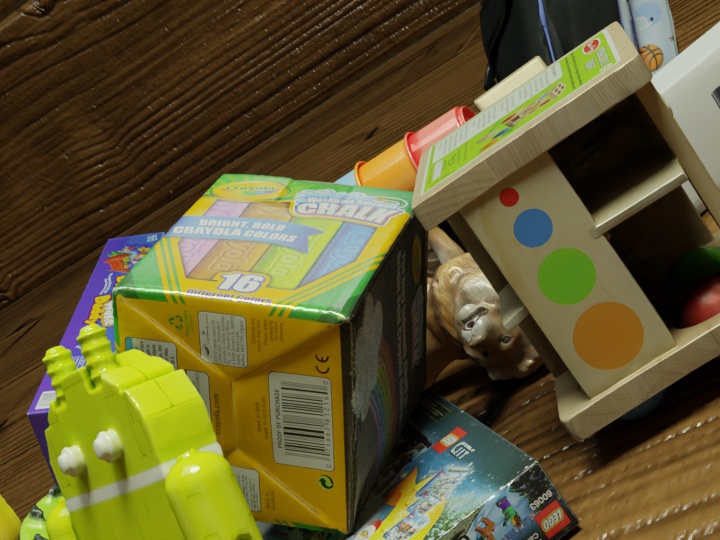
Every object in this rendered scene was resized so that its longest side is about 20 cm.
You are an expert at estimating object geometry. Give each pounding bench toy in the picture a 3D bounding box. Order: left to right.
[{"bbox_3d":[0.124,-0.027,0.788,0.124,0.156,0.200,-33,11,13],"label":"pounding bench toy"}]

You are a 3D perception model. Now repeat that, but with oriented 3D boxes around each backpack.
[{"bbox_3d":[0.168,-0.175,1.222,0.153,0.202,0.190,-6,-3,-12],"label":"backpack"}]

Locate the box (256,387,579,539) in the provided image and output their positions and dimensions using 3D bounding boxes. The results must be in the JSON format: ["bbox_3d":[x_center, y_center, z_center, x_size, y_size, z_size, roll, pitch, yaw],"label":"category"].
[{"bbox_3d":[0.016,0.130,0.765,0.136,0.038,0.200,-36,11,-6],"label":"box"}]

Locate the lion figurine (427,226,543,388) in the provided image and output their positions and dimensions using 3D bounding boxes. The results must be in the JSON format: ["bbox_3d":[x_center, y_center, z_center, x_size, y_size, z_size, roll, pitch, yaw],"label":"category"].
[{"bbox_3d":[0.039,0.041,0.959,0.072,0.123,0.200,-32,-9,-35],"label":"lion figurine"}]

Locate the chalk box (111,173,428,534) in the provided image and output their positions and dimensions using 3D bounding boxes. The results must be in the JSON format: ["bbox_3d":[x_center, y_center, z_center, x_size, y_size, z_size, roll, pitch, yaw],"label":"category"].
[{"bbox_3d":[-0.035,0.028,0.810,0.123,0.125,0.200,6,25,14],"label":"chalk box"}]

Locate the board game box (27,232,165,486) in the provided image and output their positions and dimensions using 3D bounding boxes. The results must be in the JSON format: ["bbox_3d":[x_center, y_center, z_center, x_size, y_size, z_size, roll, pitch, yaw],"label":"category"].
[{"bbox_3d":[-0.156,0.085,1.029,0.044,0.135,0.201,-7,32,12],"label":"board game box"}]

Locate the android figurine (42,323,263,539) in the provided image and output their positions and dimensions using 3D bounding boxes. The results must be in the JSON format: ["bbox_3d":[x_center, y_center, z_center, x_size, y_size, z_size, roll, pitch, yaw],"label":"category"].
[{"bbox_3d":[-0.096,0.123,0.703,0.041,0.201,0.182,-21,-1,-34],"label":"android figurine"}]

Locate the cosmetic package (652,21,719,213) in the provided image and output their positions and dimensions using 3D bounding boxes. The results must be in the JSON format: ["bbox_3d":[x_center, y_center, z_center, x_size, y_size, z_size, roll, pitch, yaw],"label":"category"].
[{"bbox_3d":[0.217,-0.093,0.980,0.200,0.083,0.051,-39,11,-14],"label":"cosmetic package"}]

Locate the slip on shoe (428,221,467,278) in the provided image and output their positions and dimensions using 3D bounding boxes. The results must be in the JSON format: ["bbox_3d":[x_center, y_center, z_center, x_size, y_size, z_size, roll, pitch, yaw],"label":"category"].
[{"bbox_3d":[0.058,-0.023,0.993,0.199,0.061,0.076,14,67,35],"label":"slip on shoe"}]

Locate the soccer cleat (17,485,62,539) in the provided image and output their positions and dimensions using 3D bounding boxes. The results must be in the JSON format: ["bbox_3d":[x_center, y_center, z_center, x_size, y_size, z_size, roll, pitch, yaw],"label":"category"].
[{"bbox_3d":[-0.161,0.191,0.856,0.067,0.082,0.200,2,23,-10],"label":"soccer cleat"}]

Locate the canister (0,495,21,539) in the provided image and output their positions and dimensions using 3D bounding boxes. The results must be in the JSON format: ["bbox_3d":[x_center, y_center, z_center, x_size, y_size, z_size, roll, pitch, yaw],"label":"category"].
[{"bbox_3d":[-0.392,0.273,1.262,0.148,0.087,0.200,-25,17,43],"label":"canister"}]

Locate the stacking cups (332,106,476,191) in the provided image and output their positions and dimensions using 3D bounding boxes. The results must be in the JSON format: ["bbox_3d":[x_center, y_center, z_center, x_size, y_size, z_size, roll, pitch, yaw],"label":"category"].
[{"bbox_3d":[-0.002,-0.034,0.981,0.199,0.061,0.061,-30,12,23],"label":"stacking cups"}]
